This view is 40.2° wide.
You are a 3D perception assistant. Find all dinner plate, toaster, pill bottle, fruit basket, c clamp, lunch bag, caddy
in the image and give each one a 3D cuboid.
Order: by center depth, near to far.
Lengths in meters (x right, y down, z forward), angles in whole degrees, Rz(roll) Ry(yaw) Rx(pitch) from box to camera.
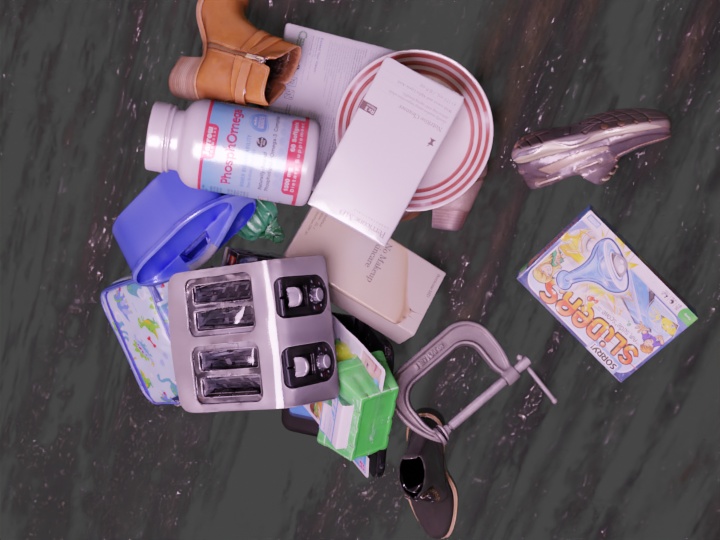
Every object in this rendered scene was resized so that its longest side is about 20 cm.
[{"bbox_3d":[-0.153,-0.145,1.185,0.198,0.109,0.110,9,110,-7],"label":"pill bottle"},{"bbox_3d":[-0.137,0.077,1.212,0.199,0.118,0.182,-6,88,30],"label":"toaster"},{"bbox_3d":[0.067,-0.175,1.241,0.198,0.024,0.202,0,93,0],"label":"dinner plate"},{"bbox_3d":[-0.226,-0.055,1.288,0.200,0.141,0.105,-40,74,26],"label":"caddy"},{"bbox_3d":[-0.040,0.149,1.305,0.200,0.093,0.186,38,132,37],"label":"fruit basket"},{"bbox_3d":[0.146,0.164,1.352,0.199,0.027,0.171,-33,87,-6],"label":"c clamp"},{"bbox_3d":[-0.286,0.096,1.421,0.160,0.082,0.201,-8,107,48],"label":"lunch bag"}]

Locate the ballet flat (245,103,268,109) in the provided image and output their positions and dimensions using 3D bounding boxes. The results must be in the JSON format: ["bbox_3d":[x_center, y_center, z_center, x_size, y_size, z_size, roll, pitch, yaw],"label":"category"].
[{"bbox_3d":[-0.116,-0.229,1.320,0.200,0.071,0.065,40,86,-4],"label":"ballet flat"}]

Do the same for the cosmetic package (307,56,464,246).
[{"bbox_3d":[0.029,-0.141,1.192,0.112,0.081,0.201,27,92,-2],"label":"cosmetic package"}]

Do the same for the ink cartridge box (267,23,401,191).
[{"bbox_3d":[-0.022,-0.197,1.271,0.198,0.041,0.201,13,92,-6],"label":"ink cartridge box"}]

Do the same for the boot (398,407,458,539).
[{"bbox_3d":[0.086,0.315,1.391,0.077,0.138,0.202,-8,106,16],"label":"boot"}]

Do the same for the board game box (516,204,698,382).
[{"bbox_3d":[0.324,0.031,1.299,0.200,0.034,0.135,44,111,-2],"label":"board game box"}]

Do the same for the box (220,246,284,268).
[{"bbox_3d":[-0.145,0.074,1.363,0.040,0.136,0.201,27,106,49],"label":"box"}]

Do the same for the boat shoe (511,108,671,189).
[{"bbox_3d":[0.293,-0.150,1.239,0.199,0.075,0.074,-10,115,25],"label":"boat shoe"}]

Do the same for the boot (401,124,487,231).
[{"bbox_3d":[0.068,-0.135,1.300,0.198,0.070,0.147,7,102,11],"label":"boot"}]

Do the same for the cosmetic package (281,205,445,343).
[{"bbox_3d":[0.000,0.000,1.312,0.199,0.073,0.104,30,71,-6],"label":"cosmetic package"}]

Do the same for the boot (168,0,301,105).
[{"bbox_3d":[-0.142,-0.291,1.233,0.154,0.201,0.077,11,154,31],"label":"boot"}]

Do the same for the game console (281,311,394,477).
[{"bbox_3d":[-0.035,0.170,1.391,0.115,0.176,0.202,-2,110,-16],"label":"game console"}]

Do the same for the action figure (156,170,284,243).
[{"bbox_3d":[-0.179,-0.111,1.368,0.118,0.055,0.200,-43,89,20],"label":"action figure"}]
